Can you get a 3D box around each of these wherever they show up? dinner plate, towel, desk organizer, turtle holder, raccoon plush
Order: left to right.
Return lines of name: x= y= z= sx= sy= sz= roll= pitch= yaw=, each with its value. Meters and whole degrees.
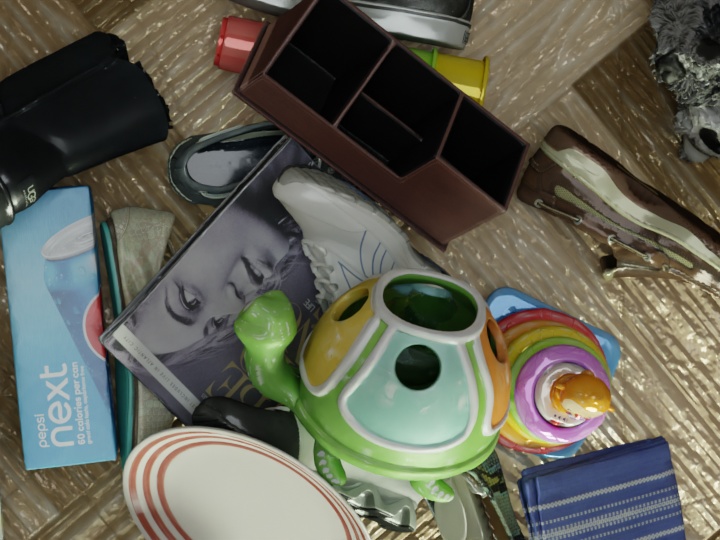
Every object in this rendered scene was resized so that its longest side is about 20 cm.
dinner plate: x=-0.077 y=0.179 z=1.654 sx=0.200 sy=0.200 sz=0.024 roll=37 pitch=49 yaw=-5
desk organizer: x=0.017 y=-0.107 z=1.632 sx=0.200 sy=0.077 sz=0.072 roll=36 pitch=53 yaw=-20
turtle holder: x=0.017 y=0.060 z=1.599 sx=0.185 sy=0.141 sz=0.132 roll=30 pitch=133 yaw=17
towel: x=0.188 y=0.232 z=1.718 sx=0.145 sy=0.024 sz=0.200 roll=-11 pitch=94 yaw=-34
raccoon plush: x=0.266 y=-0.177 z=1.726 sx=0.097 sy=0.134 sz=0.200 roll=-4 pitch=60 yaw=9

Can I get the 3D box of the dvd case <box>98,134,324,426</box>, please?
dvd case: x=-0.076 y=0.022 z=1.667 sx=0.200 sy=0.016 sz=0.149 roll=-48 pitch=125 yaw=-9

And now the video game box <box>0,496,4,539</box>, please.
video game box: x=-0.275 y=0.154 z=1.606 sx=0.047 sy=0.200 sz=0.182 roll=-2 pitch=92 yaw=-7

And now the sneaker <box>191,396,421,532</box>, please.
sneaker: x=-0.033 y=0.117 z=1.683 sx=0.200 sy=0.074 sz=0.089 roll=27 pitch=73 yaw=-32

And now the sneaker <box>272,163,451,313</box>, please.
sneaker: x=0.000 y=0.000 z=1.657 sx=0.087 sy=0.075 sz=0.200 roll=-47 pitch=124 yaw=-2

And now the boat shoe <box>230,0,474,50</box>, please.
boat shoe: x=-0.014 y=-0.210 z=1.690 sx=0.200 sy=0.071 sz=0.064 roll=10 pitch=91 yaw=-14

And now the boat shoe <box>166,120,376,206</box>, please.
boat shoe: x=-0.042 y=-0.079 z=1.690 sx=0.200 sy=0.062 sz=0.073 roll=-4 pitch=90 yaw=-6

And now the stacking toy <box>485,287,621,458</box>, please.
stacking toy: x=0.141 y=0.084 z=1.643 sx=0.116 sy=0.200 sz=0.110 roll=25 pitch=89 yaw=-10

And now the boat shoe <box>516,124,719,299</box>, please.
boat shoe: x=0.206 y=-0.023 z=1.719 sx=0.202 sy=0.075 sz=0.075 roll=36 pitch=102 yaw=1

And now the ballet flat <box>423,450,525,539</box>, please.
ballet flat: x=0.089 y=0.213 z=1.699 sx=0.074 sy=0.074 sz=0.200 roll=-24 pitch=98 yaw=-4

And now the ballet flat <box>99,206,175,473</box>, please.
ballet flat: x=-0.150 y=0.052 z=1.684 sx=0.062 sy=0.067 sz=0.200 roll=-5 pitch=93 yaw=-13

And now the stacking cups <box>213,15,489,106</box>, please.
stacking cups: x=-0.008 y=-0.144 z=1.697 sx=0.200 sy=0.061 sz=0.061 roll=9 pitch=91 yaw=-3

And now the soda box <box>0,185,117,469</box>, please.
soda box: x=-0.219 y=0.040 z=1.676 sx=0.068 sy=0.064 sz=0.200 roll=-6 pitch=93 yaw=-5

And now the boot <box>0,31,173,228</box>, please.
boot: x=-0.252 y=-0.123 z=1.661 sx=0.168 sy=0.076 sz=0.200 roll=-33 pitch=55 yaw=-28
